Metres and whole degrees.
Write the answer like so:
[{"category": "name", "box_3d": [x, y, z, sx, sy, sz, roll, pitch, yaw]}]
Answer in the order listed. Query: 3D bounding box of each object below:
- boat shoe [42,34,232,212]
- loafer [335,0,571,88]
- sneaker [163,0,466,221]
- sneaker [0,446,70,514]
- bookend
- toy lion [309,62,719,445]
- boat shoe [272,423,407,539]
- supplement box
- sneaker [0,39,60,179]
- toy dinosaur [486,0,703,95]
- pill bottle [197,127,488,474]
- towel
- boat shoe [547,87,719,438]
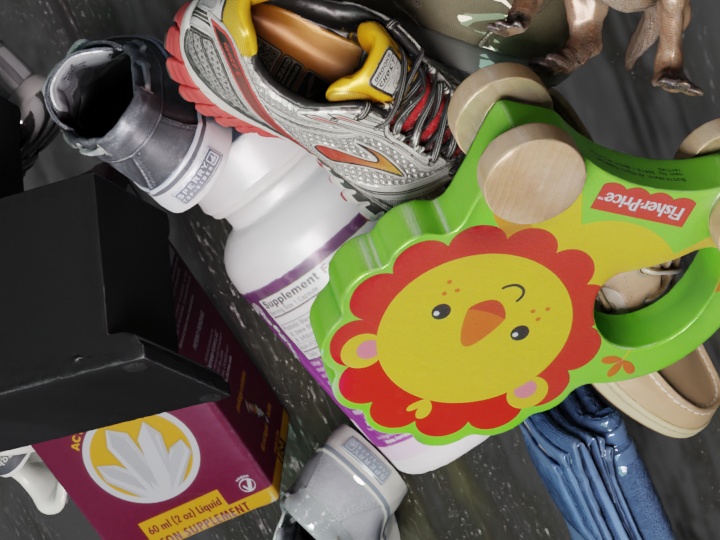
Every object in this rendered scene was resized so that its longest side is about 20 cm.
[{"category": "boat shoe", "box_3d": [-0.127, -0.087, 1.029, 0.068, 0.200, 0.072, 33, 97, -28]}, {"category": "loafer", "box_3d": [0.015, -0.150, 0.994, 0.199, 0.075, 0.070, 18, 114, 7]}, {"category": "sneaker", "box_3d": [0.007, -0.073, 0.948, 0.200, 0.078, 0.082, 24, 162, -17]}, {"category": "sneaker", "box_3d": [-0.231, 0.069, 1.195, 0.076, 0.081, 0.200, -18, 140, 36]}, {"category": "bookend", "box_3d": [-0.183, -0.018, 1.029, 0.198, 0.092, 0.201, -15, 70, 20]}, {"category": "toy lion", "box_3d": [0.084, 0.007, 0.958, 0.199, 0.069, 0.192, 10, 125, -25]}, {"category": "boat shoe", "box_3d": [-0.022, 0.145, 1.148, 0.070, 0.071, 0.201, 44, 164, 12]}, {"category": "supplement box", "box_3d": [-0.137, 0.055, 1.156, 0.110, 0.086, 0.200, -25, 116, 16]}, {"category": "sneaker", "box_3d": [-0.253, -0.075, 1.172, 0.116, 0.075, 0.200, 47, 123, 2]}, {"category": "toy dinosaur", "box_3d": [0.115, -0.161, 0.918, 0.086, 0.136, 0.200, 4, 163, 33]}, {"category": "pill bottle", "box_3d": [0.000, 0.000, 1.066, 0.112, 0.112, 0.200, -32, 104, 37]}, {"category": "towel", "box_3d": [0.141, 0.148, 1.105, 0.048, 0.112, 0.200, -28, 112, -3]}, {"category": "boat shoe", "box_3d": [0.128, -0.002, 1.031, 0.064, 0.071, 0.200, -30, 104, 37]}]
